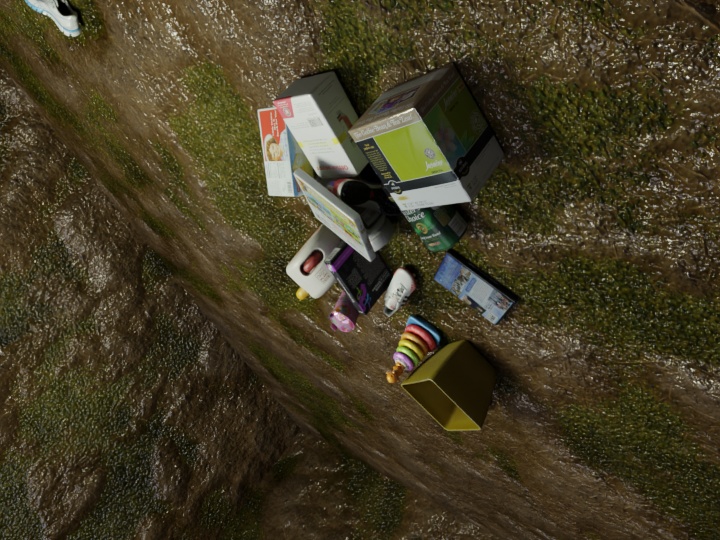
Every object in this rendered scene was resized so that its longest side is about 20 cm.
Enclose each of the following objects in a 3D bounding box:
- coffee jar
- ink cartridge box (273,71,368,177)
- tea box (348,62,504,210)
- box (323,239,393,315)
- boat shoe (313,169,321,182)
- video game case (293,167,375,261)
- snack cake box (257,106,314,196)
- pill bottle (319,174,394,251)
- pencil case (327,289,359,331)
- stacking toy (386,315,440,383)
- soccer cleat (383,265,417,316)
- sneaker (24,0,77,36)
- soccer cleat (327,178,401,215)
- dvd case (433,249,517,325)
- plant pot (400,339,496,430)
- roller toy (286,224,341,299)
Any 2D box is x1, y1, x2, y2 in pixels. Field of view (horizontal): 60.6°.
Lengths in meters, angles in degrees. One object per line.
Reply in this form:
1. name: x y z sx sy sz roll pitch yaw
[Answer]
1. coffee jar: 0.134 -0.140 1.310 0.201 0.086 0.104 49 156 -16
2. ink cartridge box: -0.075 -0.308 1.325 0.143 0.084 0.202 9 140 48
3. tea box: 0.118 -0.234 1.125 0.198 0.134 0.198 0 135 54
4. box: 0.000 0.000 1.661 0.036 0.144 0.202 9 140 50
5. boat shoe: -0.163 -0.267 1.560 0.199 0.076 0.072 37 161 31
6. video game case: -0.055 -0.123 1.377 0.199 0.023 0.183 40 168 27
7. snack cake box: -0.173 -0.280 1.443 0.114 0.066 0.206 11 111 49
8. pill bottle: -0.008 -0.147 1.472 0.113 0.114 0.201 -1 132 55
9. pencil case: -0.022 0.081 1.755 0.085 0.202 0.089 16 141 13
10. stacking toy: 0.139 0.247 1.789 0.115 0.201 0.111 32 154 13
11. soccer cleat: 0.103 0.061 1.679 0.068 0.086 0.201 35 155 10
12. sneaker: -0.899 -0.784 1.799 0.198 0.076 0.087 36 147 -5
13. soccer cleat: 0.018 -0.169 1.370 0.196 0.070 0.073 5 -166 -38
14. dvd case: 0.273 0.042 1.484 0.198 0.018 0.144 38 154 11
15. plant pot: 0.268 0.315 1.742 0.200 0.177 0.200 44 155 -6
16. roller toy: -0.108 -0.021 1.727 0.139 0.201 0.182 42 149 -7
